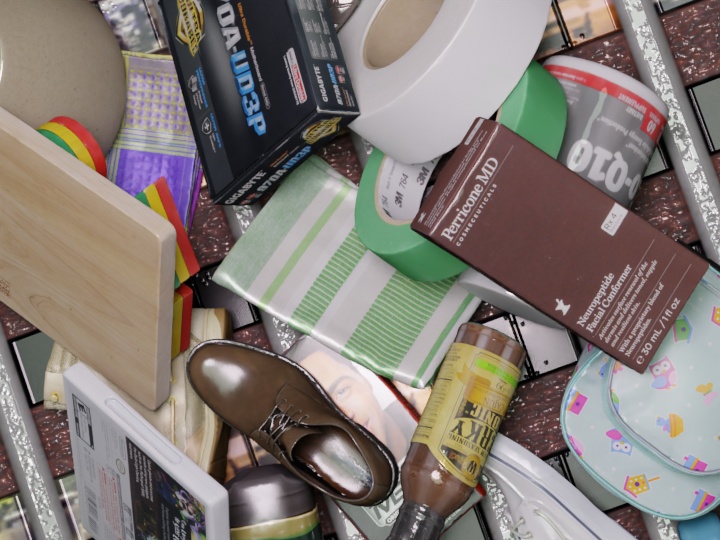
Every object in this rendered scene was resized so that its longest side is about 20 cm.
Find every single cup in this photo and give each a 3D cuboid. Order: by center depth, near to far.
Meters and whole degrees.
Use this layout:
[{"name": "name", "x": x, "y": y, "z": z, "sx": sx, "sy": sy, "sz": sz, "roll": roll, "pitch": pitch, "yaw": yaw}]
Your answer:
[{"name": "cup", "x": -0.313, "y": -0.160, "z": 1.661, "sx": 0.199, "sy": 0.143, "sz": 0.202, "roll": -1, "pitch": 85, "yaw": 15}]

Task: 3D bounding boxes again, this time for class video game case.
[{"name": "video game case", "x": -0.168, "y": 0.192, "z": 1.602, "sx": 0.023, "sy": 0.201, "sz": 0.182, "roll": -33, "pitch": 55, "yaw": -30}]

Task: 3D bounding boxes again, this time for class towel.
[{"name": "towel", "x": 0.000, "y": 0.000, "z": 1.662, "sx": 0.199, "sy": 0.023, "sz": 0.153, "roll": 30, "pitch": 60, "yaw": 7}, {"name": "towel", "x": -0.206, "y": -0.094, "z": 1.721, "sx": 0.142, "sy": 0.023, "sz": 0.202, "roll": 10, "pitch": 88, "yaw": 5}]

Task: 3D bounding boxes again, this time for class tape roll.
[{"name": "tape roll", "x": 0.078, "y": -0.089, "z": 1.601, "sx": 0.048, "sy": 0.200, "sz": 0.201, "roll": 34, "pitch": 91, "yaw": -27}, {"name": "tape roll", "x": 0.060, "y": -0.188, "z": 1.609, "sx": 0.071, "sy": 0.202, "sz": 0.203, "roll": 34, "pitch": 91, "yaw": -27}]

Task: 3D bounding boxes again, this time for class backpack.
[{"name": "backpack", "x": 0.256, "y": 0.098, "z": 1.604, "sx": 0.175, "sy": 0.153, "sz": 0.201, "roll": 35, "pitch": 99, "yaw": 2}]

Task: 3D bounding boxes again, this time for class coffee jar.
[{"name": "coffee jar", "x": -0.066, "y": 0.261, "z": 1.641, "sx": 0.085, "sy": 0.104, "sz": 0.202, "roll": -10, "pitch": 92, "yaw": -1}]

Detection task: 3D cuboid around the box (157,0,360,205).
[{"name": "box", "x": -0.086, "y": -0.176, "z": 1.630, "sx": 0.159, "sy": 0.046, "sz": 0.201, "roll": -35, "pitch": 63, "yaw": 43}]

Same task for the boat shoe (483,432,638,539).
[{"name": "boat shoe", "x": 0.154, "y": 0.205, "z": 1.641, "sx": 0.200, "sy": 0.074, "sz": 0.067, "roll": 37, "pitch": 82, "yaw": 6}]

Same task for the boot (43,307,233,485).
[{"name": "boot", "x": -0.190, "y": 0.128, "z": 1.680, "sx": 0.154, "sy": 0.073, "sz": 0.202, "roll": 3, "pitch": 81, "yaw": 5}]

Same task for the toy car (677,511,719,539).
[{"name": "toy car", "x": 0.357, "y": 0.251, "z": 1.557, "sx": 0.183, "sy": 0.200, "sz": 0.178, "roll": -14, "pitch": 86, "yaw": 5}]

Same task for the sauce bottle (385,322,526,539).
[{"name": "sauce bottle", "x": 0.072, "y": 0.143, "z": 1.601, "sx": 0.064, "sy": 0.065, "sz": 0.201, "roll": 21, "pitch": 77, "yaw": 6}]

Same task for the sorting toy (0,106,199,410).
[{"name": "sorting toy", "x": -0.212, "y": -0.022, "z": 1.608, "sx": 0.199, "sy": 0.200, "sz": 0.070, "roll": 34, "pitch": 50, "yaw": 23}]

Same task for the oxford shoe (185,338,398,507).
[{"name": "oxford shoe", "x": -0.058, "y": 0.118, "z": 1.605, "sx": 0.199, "sy": 0.084, "sz": 0.073, "roll": 32, "pitch": 94, "yaw": 9}]

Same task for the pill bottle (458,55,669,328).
[{"name": "pill bottle", "x": 0.163, "y": -0.062, "z": 1.627, "sx": 0.113, "sy": 0.114, "sz": 0.201, "roll": 23, "pitch": 84, "yaw": 6}]

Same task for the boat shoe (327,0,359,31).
[{"name": "boat shoe", "x": -0.017, "y": -0.265, "z": 1.686, "sx": 0.074, "sy": 0.073, "sz": 0.201, "roll": 33, "pitch": 95, "yaw": 1}]

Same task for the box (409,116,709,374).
[{"name": "box", "x": 0.148, "y": -0.019, "z": 1.483, "sx": 0.199, "sy": 0.075, "sz": 0.101, "roll": 32, "pitch": 90, "yaw": -11}]

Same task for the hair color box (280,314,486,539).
[{"name": "hair color box", "x": 0.003, "y": 0.144, "z": 1.669, "sx": 0.101, "sy": 0.061, "sz": 0.200, "roll": -42, "pitch": 83, "yaw": 3}]
